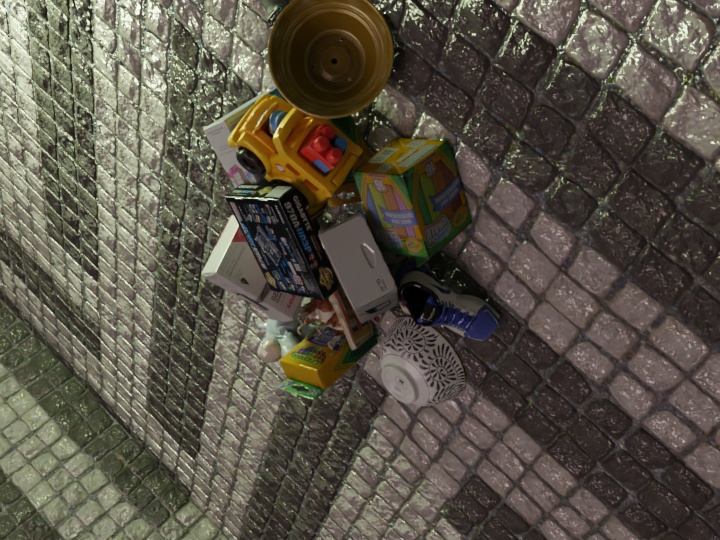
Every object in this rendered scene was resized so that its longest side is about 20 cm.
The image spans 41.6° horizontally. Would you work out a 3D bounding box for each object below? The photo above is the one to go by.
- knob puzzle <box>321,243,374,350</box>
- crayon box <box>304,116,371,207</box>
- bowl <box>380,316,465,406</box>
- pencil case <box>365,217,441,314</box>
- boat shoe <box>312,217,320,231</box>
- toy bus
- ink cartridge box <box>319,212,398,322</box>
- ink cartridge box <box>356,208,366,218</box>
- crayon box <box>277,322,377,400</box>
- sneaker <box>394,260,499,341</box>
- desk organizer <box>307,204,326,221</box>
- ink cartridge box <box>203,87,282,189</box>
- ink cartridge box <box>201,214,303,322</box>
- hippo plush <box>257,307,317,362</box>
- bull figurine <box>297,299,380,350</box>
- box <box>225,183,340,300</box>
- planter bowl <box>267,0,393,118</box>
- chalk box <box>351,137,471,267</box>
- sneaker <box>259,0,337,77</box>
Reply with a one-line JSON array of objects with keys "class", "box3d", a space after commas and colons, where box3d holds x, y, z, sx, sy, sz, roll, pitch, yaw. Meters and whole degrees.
[{"class": "knob puzzle", "box3d": [-0.024, 0.038, 1.783, 0.030, 0.220, 0.221, -23, 108, 13]}, {"class": "crayon box", "box3d": [-0.049, -0.219, 1.702, 0.125, 0.051, 0.202, -5, 117, 53]}, {"class": "bowl", "box3d": [0.102, 0.201, 1.884, 0.200, 0.094, 0.202, 32, 142, 29]}, {"class": "pencil case", "box3d": [0.079, -0.026, 1.710, 0.202, 0.089, 0.078, 64, 173, -18]}, {"class": "boat shoe", "box3d": [-0.167, -0.127, 1.917, 0.200, 0.074, 0.064, 29, 142, 22]}, {"class": "toy bus", "box3d": [-0.098, -0.205, 1.543, 0.199, 0.136, 0.192, 39, 163, -11]}, {"class": "ink cartridge box", "box3d": [0.000, 0.000, 1.635, 0.149, 0.085, 0.200, 64, 180, 10]}, {"class": "ink cartridge box", "box3d": [0.017, -0.017, 1.834, 0.094, 0.037, 0.202, 33, 141, 27]}, {"class": "crayon box", "box3d": [-0.076, 0.178, 1.966, 0.125, 0.200, 0.052, 9, 129, 46]}, {"class": "sneaker", "box3d": [0.140, 0.071, 1.637, 0.198, 0.115, 0.081, 31, 113, -5]}, {"class": "desk organizer", "box3d": [-0.151, -0.184, 1.844, 0.200, 0.072, 0.077, 44, 144, 11]}, {"class": "ink cartridge box", "box3d": [-0.162, -0.200, 1.679, 0.084, 0.144, 0.202, -6, 117, 53]}, {"class": "ink cartridge box", "box3d": [-0.200, -0.005, 1.935, 0.199, 0.147, 0.084, 33, 162, -25]}, {"class": "hippo plush", "box3d": [-0.150, 0.097, 2.088, 0.200, 0.157, 0.163, -102, 13, -66]}, {"class": "bull figurine", "box3d": [-0.051, 0.096, 1.952, 0.199, 0.121, 0.066, 14, 135, 53]}, {"class": "box", "box3d": [-0.132, -0.049, 1.611, 0.158, 0.046, 0.202, 8, 129, 49]}, {"class": "planter bowl", "box3d": [-0.045, -0.339, 1.510, 0.201, 0.200, 0.083, 51, -176, 1]}, {"class": "chalk box", "box3d": [0.093, -0.102, 1.575, 0.123, 0.124, 0.202, 10, 130, 46]}, {"class": "sneaker", "box3d": [-0.116, -0.404, 1.581, 0.201, 0.079, 0.075, 51, 148, 4]}]
